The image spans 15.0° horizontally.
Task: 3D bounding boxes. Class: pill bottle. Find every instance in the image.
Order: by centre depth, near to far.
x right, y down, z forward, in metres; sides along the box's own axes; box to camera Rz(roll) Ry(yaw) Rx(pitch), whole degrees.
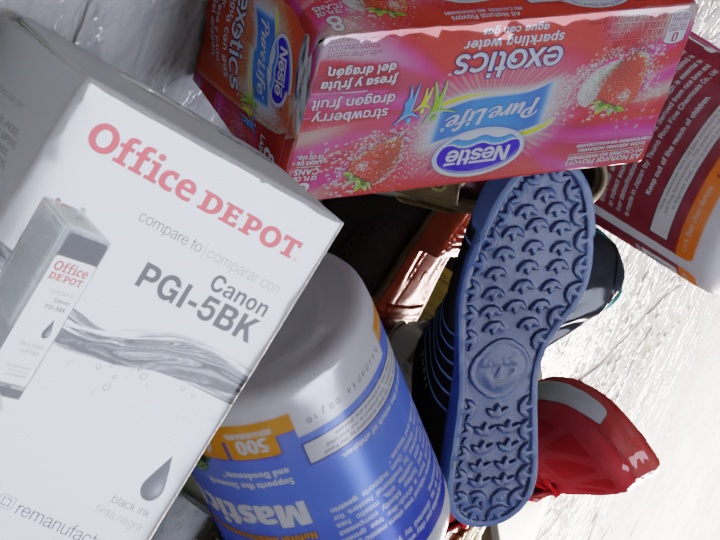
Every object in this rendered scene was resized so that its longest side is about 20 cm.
[{"bbox_3d":[-0.021,0.095,1.318,0.112,0.112,0.200,-46,134,-27],"label":"pill bottle"},{"bbox_3d":[0.140,-0.082,1.466,0.113,0.200,0.113,-47,157,-26],"label":"pill bottle"}]

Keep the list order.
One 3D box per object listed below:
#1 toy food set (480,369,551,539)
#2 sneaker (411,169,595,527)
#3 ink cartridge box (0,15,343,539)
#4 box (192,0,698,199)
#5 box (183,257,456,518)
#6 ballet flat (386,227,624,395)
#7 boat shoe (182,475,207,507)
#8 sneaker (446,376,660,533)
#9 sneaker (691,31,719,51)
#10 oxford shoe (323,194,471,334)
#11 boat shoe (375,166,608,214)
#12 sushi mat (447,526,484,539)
[{"bbox_3d":[0.068,0.103,1.664,0.144,0.060,0.200,-60,144,-58],"label":"toy food set"},{"bbox_3d":[0.062,0.025,1.363,0.070,0.078,0.200,2,114,-22],"label":"sneaker"},{"bbox_3d":[-0.124,0.021,1.106,0.147,0.083,0.200,28,95,-36],"label":"ink cartridge box"},{"bbox_3d":[0.037,-0.104,1.243,0.200,0.100,0.096,-8,133,-29],"label":"box"},{"bbox_3d":[-0.010,0.067,1.532,0.200,0.075,0.050,-56,162,-4],"label":"box"},{"bbox_3d":[0.052,0.038,1.454,0.200,0.073,0.073,-39,157,-6],"label":"ballet flat"},{"bbox_3d":[-0.073,0.084,1.415,0.068,0.072,0.200,-52,156,-13],"label":"boat shoe"},{"bbox_3d":[0.070,0.120,1.469,0.116,0.078,0.200,-45,-164,-21],"label":"sneaker"},{"bbox_3d":[0.171,-0.108,1.688,0.200,0.074,0.088,-4,124,-59],"label":"sneaker"},{"bbox_3d":[0.000,0.000,1.466,0.200,0.073,0.071,-49,163,8],"label":"oxford shoe"},{"bbox_3d":[0.038,-0.066,1.347,0.200,0.066,0.074,6,96,-36],"label":"boat shoe"},{"bbox_3d":[0.022,0.220,1.579,0.096,0.012,0.200,-34,153,-50],"label":"sushi mat"}]
